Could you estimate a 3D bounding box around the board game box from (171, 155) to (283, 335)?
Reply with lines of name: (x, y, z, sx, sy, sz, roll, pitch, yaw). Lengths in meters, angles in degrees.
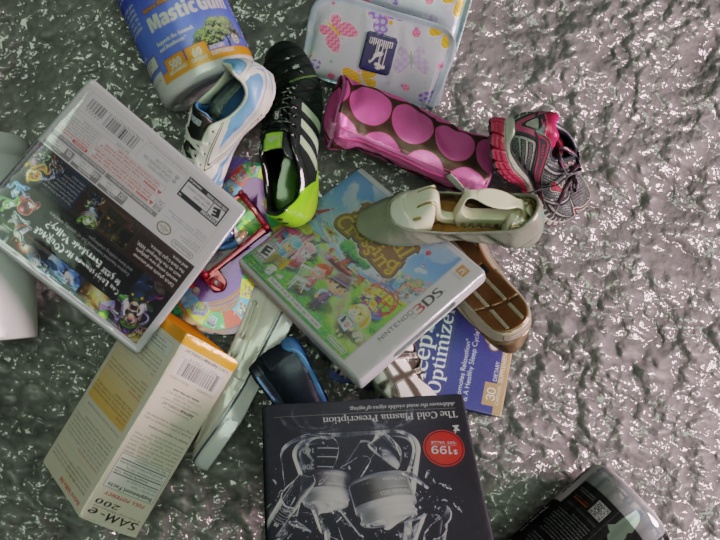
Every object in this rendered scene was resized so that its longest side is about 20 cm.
board game box: (-0.151, -0.031, 1.018, 0.156, 0.039, 0.203, 7, 85, -6)

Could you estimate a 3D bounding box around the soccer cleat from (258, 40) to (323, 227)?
soccer cleat: (-0.077, -0.148, 0.981, 0.067, 0.081, 0.203, -5, 86, 17)

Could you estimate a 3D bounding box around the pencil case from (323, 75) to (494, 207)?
pencil case: (0.053, -0.138, 1.015, 0.198, 0.091, 0.094, 20, 50, -8)

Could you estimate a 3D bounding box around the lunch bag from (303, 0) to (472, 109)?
lunch bag: (0.035, -0.291, 1.023, 0.168, 0.127, 0.202, 18, 98, -4)

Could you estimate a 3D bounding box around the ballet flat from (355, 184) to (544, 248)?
ballet flat: (0.093, -0.063, 0.966, 0.197, 0.064, 0.068, 3, 56, 5)

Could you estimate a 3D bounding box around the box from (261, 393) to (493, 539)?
box: (0.010, 0.222, 0.857, 0.197, 0.105, 0.184, -3, 48, -6)

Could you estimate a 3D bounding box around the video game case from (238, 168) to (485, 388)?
video game case: (0.000, 0.000, 0.982, 0.182, 0.022, 0.200, -38, 61, -19)

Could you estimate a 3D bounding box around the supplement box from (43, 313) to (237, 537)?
supplement box: (-0.225, 0.146, 0.942, 0.073, 0.126, 0.201, 34, 85, -37)

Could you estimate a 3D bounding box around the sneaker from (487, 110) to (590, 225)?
sneaker: (0.209, -0.107, 1.002, 0.074, 0.199, 0.082, -10, 69, 31)

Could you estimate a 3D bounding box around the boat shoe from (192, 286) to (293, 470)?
boat shoe: (-0.139, 0.111, 0.991, 0.069, 0.071, 0.202, 28, 85, -2)

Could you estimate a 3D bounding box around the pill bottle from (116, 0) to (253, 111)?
pill bottle: (-0.201, -0.286, 1.001, 0.111, 0.112, 0.202, -24, 89, -8)

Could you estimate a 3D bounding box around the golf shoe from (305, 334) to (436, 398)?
golf shoe: (0.041, 0.099, 0.979, 0.199, 0.078, 0.095, 37, 84, 0)

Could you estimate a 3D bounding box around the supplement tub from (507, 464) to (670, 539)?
supplement tub: (0.221, 0.315, 0.988, 0.199, 0.123, 0.123, -39, 90, -9)

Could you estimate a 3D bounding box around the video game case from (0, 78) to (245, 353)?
video game case: (-0.241, -0.052, 0.903, 0.200, 0.023, 0.183, 40, 73, -15)

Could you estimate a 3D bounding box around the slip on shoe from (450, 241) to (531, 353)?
slip on shoe: (0.120, 0.005, 1.019, 0.076, 0.061, 0.201, -33, 58, -8)

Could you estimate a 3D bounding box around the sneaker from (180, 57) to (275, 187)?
sneaker: (-0.162, -0.131, 0.962, 0.072, 0.072, 0.201, 46, 110, 39)

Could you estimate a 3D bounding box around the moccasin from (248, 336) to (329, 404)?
moccasin: (-0.058, 0.165, 0.982, 0.068, 0.080, 0.202, -24, 106, -4)

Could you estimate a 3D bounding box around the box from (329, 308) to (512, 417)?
box: (0.071, 0.085, 1.039, 0.197, 0.032, 0.123, 12, 84, -4)

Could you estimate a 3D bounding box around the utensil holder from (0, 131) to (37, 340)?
utensil holder: (-0.411, -0.025, 0.930, 0.168, 0.170, 0.203, -6, 88, -7)
